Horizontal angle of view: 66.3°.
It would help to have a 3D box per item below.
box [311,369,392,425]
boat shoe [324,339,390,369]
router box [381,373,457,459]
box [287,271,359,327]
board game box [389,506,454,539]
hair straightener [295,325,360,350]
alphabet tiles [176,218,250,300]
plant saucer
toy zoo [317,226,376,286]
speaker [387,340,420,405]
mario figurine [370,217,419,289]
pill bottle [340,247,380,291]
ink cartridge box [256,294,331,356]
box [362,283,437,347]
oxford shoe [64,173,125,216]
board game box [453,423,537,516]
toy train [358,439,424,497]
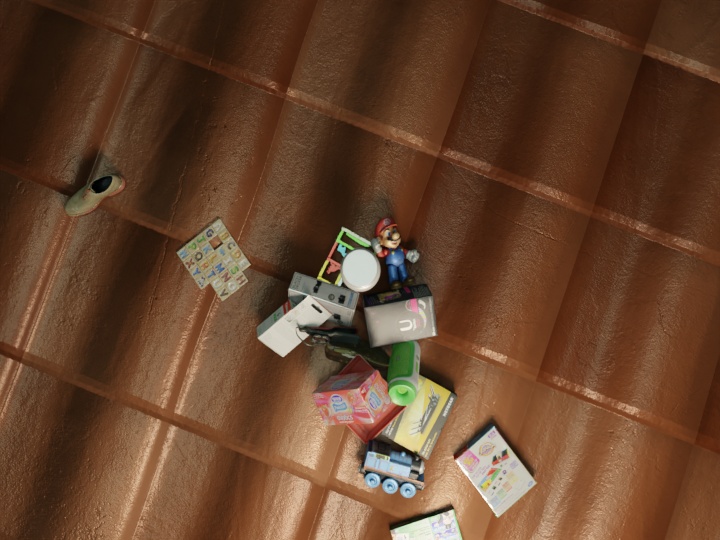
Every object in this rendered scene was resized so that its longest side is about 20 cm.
[{"bbox_3d":[-0.026,0.340,1.471,0.197,0.094,0.105,-17,100,44],"label":"box"},{"bbox_3d":[-0.010,0.247,1.596,0.194,0.073,0.069,17,120,-3],"label":"boat shoe"},{"bbox_3d":[0.168,0.410,1.586,0.154,0.052,0.205,26,88,2],"label":"router box"},{"bbox_3d":[-0.108,0.085,1.569,0.194,0.118,0.061,17,59,3],"label":"box"},{"bbox_3d":[0.194,0.778,1.582,0.194,0.029,0.139,-17,88,0],"label":"board game box"},{"bbox_3d":[-0.089,0.184,1.538,0.194,0.078,0.042,12,122,-24],"label":"hair straightener"},{"bbox_3d":[-0.428,-0.022,1.641,0.165,0.008,0.202,-36,87,-1],"label":"alphabet tiles"},{"bbox_3d":[0.010,0.361,1.568,0.200,0.037,0.200,44,116,3],"label":"plant saucer"},{"bbox_3d":[-0.042,-0.007,1.625,0.129,0.020,0.204,28,88,2],"label":"toy zoo"},{"bbox_3d":[0.121,0.270,1.519,0.085,0.202,0.091,4,124,7],"label":"speaker"},{"bbox_3d":[0.100,-0.054,1.577,0.103,0.123,0.206,-16,92,24],"label":"mario figurine"},{"bbox_3d":[0.000,0.000,1.513,0.110,0.200,0.118,0,88,1],"label":"pill bottle"},{"bbox_3d":[-0.188,0.145,1.561,0.199,0.051,0.109,-40,125,11],"label":"ink cartridge box"},{"bbox_3d":[0.110,0.126,1.559,0.193,0.106,0.126,-11,107,1],"label":"box"},{"bbox_3d":[-0.796,-0.229,1.623,0.197,0.075,0.071,-35,88,0],"label":"oxford shoe"},{"bbox_3d":[0.385,0.571,1.581,0.152,0.040,0.202,-38,87,-1],"label":"board game box"},{"bbox_3d":[0.093,0.559,1.554,0.194,0.087,0.118,15,106,2],"label":"toy train"}]
